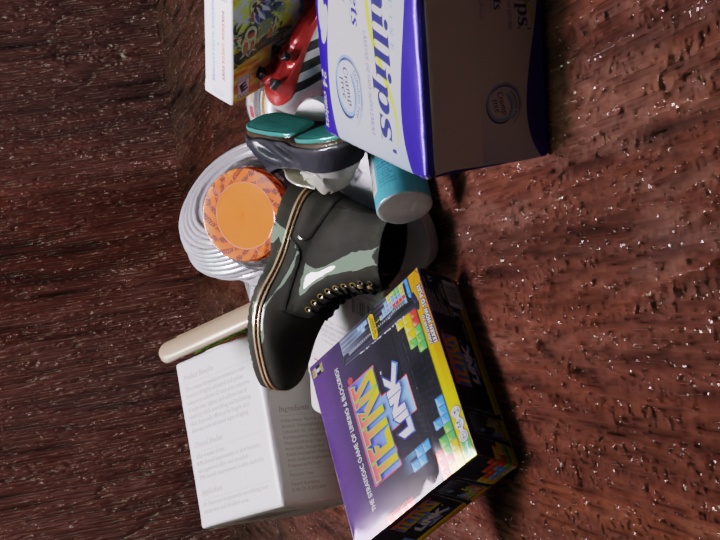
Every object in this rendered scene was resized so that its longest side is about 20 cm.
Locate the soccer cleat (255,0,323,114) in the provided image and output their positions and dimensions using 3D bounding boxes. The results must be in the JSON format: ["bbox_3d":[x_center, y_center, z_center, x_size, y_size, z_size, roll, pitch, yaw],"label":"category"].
[{"bbox_3d":[-0.021,-0.238,1.600,0.201,0.085,0.069,-57,40,12],"label":"soccer cleat"}]

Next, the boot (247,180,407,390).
[{"bbox_3d":[-0.028,0.027,1.529,0.138,0.077,0.202,17,104,41],"label":"boot"}]

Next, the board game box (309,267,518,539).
[{"bbox_3d":[0.042,0.127,1.465,0.165,0.056,0.201,-43,47,31],"label":"board game box"}]

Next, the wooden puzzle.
[{"bbox_3d":[-0.103,0.044,1.829,0.184,0.200,0.037,-25,93,38],"label":"wooden puzzle"}]

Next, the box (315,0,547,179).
[{"bbox_3d":[0.048,-0.184,1.243,0.200,0.104,0.186,-149,51,-62],"label":"box"}]

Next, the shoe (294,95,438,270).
[{"bbox_3d":[0.025,-0.092,1.581,0.201,0.091,0.072,52,126,14],"label":"shoe"}]

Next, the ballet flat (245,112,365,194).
[{"bbox_3d":[-0.039,-0.106,1.504,0.199,0.073,0.074,12,111,58],"label":"ballet flat"}]

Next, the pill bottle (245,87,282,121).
[{"bbox_3d":[-0.065,-0.187,1.808,0.200,0.115,0.117,-145,49,-73],"label":"pill bottle"}]

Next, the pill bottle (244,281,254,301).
[{"bbox_3d":[-0.096,-0.013,2.071,0.201,0.113,0.115,-111,18,-47],"label":"pill bottle"}]

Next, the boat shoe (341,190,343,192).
[{"bbox_3d":[0.000,0.000,1.723,0.068,0.074,0.202,-170,73,-83],"label":"boat shoe"}]

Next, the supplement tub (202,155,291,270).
[{"bbox_3d":[-0.085,-0.064,1.780,0.200,0.122,0.124,-11,-87,-68],"label":"supplement tub"}]

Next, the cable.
[{"bbox_3d":[-0.134,-0.076,2.014,0.199,0.201,0.069,4,144,39],"label":"cable"}]

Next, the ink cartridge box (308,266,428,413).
[{"bbox_3d":[0.007,0.061,1.642,0.115,0.066,0.202,25,128,40],"label":"ink cartridge box"}]

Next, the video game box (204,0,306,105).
[{"bbox_3d":[-0.070,-0.284,1.613,0.047,0.200,0.183,31,140,29],"label":"video game box"}]

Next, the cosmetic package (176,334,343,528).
[{"bbox_3d":[-0.092,0.183,1.928,0.167,0.165,0.202,-22,74,47],"label":"cosmetic package"}]

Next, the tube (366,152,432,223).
[{"bbox_3d":[0.022,-0.139,1.488,0.078,0.050,0.201,128,139,-50],"label":"tube"}]
